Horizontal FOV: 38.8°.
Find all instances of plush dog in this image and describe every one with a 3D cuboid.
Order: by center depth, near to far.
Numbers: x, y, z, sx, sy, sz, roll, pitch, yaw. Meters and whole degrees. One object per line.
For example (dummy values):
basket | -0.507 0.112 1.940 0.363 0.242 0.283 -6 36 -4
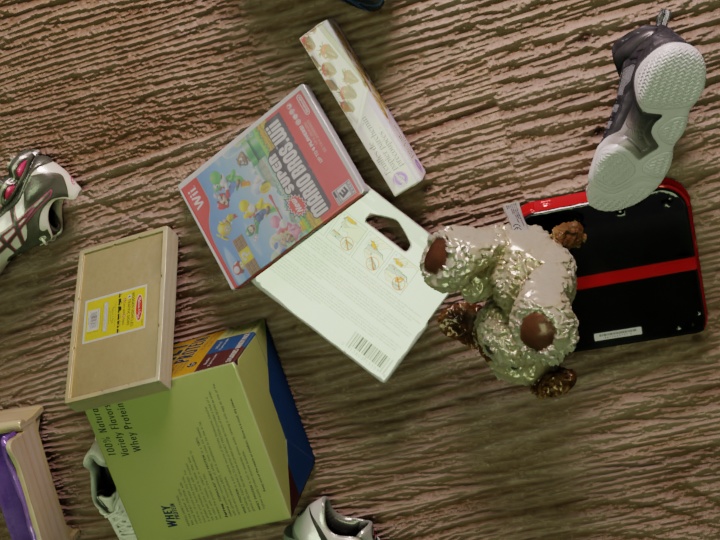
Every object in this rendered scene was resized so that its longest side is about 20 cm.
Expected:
plush dog | 0.169 0.044 1.093 0.199 0.159 0.174 36 138 32

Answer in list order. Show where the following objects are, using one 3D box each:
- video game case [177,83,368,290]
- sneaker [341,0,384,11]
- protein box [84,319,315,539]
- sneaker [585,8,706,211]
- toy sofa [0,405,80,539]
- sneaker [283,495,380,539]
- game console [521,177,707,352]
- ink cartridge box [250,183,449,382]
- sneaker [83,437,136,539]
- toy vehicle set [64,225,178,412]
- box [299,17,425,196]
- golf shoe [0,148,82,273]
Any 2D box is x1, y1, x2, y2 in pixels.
video game case | -0.102 -0.092 1.151 0.199 0.017 0.144 -35 78 20
sneaker | -0.051 -0.346 1.069 0.197 0.076 0.078 27 88 2
protein box | -0.187 0.195 1.221 0.196 0.135 0.202 -15 104 15
sneaker | 0.282 -0.162 1.039 0.074 0.115 0.202 12 132 -8
toy sofa | -0.442 0.286 1.321 0.081 0.098 0.204 -8 106 13
sneaker | 0.004 0.361 1.266 0.199 0.074 0.089 39 112 -3
game console | 0.272 -0.001 1.127 0.196 0.031 0.180 -10 109 15
ink cartridge box | 0.000 0.000 1.172 0.199 0.044 0.175 37 104 -1
sneaker | -0.305 0.300 1.308 0.074 0.081 0.203 -13 105 13
toy vehicle set | -0.274 0.054 1.180 0.122 0.203 0.027 -13 148 16
box | 0.004 -0.179 1.117 0.038 0.041 0.202 -29 99 18
golf shoe | -0.411 -0.045 1.226 0.087 0.077 0.201 31 111 -7
